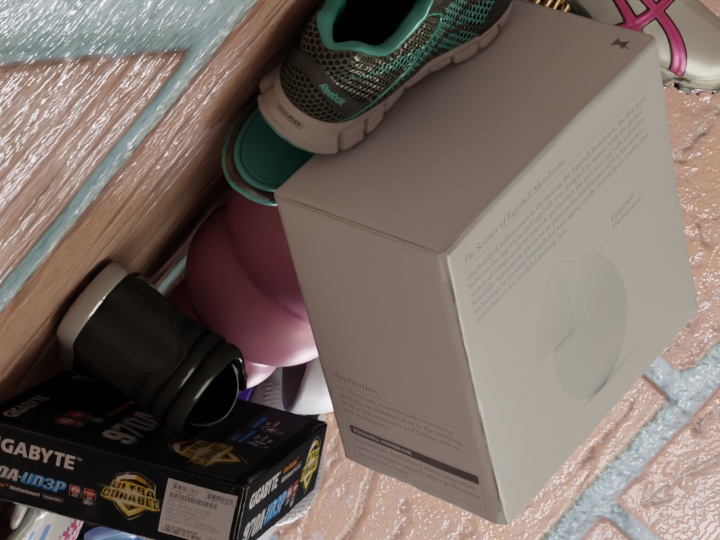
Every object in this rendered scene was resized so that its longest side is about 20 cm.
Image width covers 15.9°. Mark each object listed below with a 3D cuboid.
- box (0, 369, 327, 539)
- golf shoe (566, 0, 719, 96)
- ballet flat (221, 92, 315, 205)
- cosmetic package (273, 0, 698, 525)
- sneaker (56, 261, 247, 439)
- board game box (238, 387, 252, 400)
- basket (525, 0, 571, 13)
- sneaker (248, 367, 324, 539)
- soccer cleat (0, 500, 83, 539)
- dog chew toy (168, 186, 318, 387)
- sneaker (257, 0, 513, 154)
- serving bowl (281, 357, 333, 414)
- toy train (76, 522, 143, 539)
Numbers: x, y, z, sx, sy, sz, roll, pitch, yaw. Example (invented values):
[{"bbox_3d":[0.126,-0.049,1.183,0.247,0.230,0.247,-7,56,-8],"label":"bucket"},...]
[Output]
[{"bbox_3d":[-0.118,0.105,1.478,0.200,0.158,0.046,-29,132,-75],"label":"box"},{"bbox_3d":[0.150,-0.174,1.465,0.092,0.200,0.073,-49,-158,23],"label":"golf shoe"},{"bbox_3d":[-0.012,-0.094,1.437,0.200,0.067,0.070,-43,-171,-30],"label":"ballet flat"},{"bbox_3d":[0.074,-0.010,1.422,0.199,0.123,0.200,-44,139,-32],"label":"cosmetic package"},{"bbox_3d":[-0.114,0.055,1.464,0.071,0.099,0.200,-50,177,-6],"label":"sneaker"},{"bbox_3d":[-0.109,0.076,1.761,0.200,0.045,0.135,-55,-168,53],"label":"board game box"},{"bbox_3d":[0.132,-0.239,1.578,0.143,0.149,0.200,18,119,-48],"label":"basket"},{"bbox_3d":[-0.065,0.107,1.789,0.115,0.075,0.200,-45,-157,47],"label":"sneaker"},{"bbox_3d":[-0.205,0.144,1.527,0.086,0.070,0.200,-50,175,28],"label":"soccer cleat"},{"bbox_3d":[-0.046,-0.001,1.529,0.200,0.125,0.125,-46,177,33],"label":"dog chew toy"},{"bbox_3d":[0.030,-0.145,1.356,0.200,0.078,0.091,-48,171,-29],"label":"sneaker"},{"bbox_3d":[0.000,0.000,1.680,0.200,0.066,0.201,-168,-90,-82],"label":"serving bowl"},{"bbox_3d":[-0.136,0.145,1.663,0.199,0.087,0.114,-20,162,32],"label":"toy train"}]
